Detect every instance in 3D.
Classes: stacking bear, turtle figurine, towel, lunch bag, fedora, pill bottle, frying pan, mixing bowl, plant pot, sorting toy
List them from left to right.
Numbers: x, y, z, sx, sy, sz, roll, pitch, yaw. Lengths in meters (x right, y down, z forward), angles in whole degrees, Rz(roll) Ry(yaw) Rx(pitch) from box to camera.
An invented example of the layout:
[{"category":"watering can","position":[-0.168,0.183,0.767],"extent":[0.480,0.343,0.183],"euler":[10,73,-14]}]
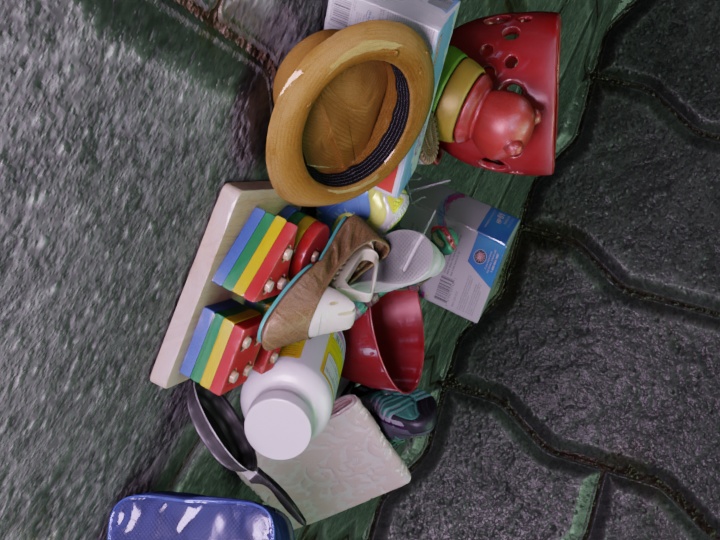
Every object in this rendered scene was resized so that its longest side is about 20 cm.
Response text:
[{"category":"lunch bag","position":[-0.153,0.302,1.168],"extent":[0.132,0.196,0.139],"euler":[69,26,-76]},{"category":"frying pan","position":[-0.127,0.187,1.206],"extent":[0.031,0.115,0.191],"euler":[-32,126,5]},{"category":"sorting toy","position":[-0.104,0.018,1.129],"extent":[0.202,0.069,0.200],"euler":[-67,167,11]},{"category":"pill bottle","position":[-0.076,0.126,1.274],"extent":[0.201,0.103,0.106],"euler":[-75,-175,-66]},{"category":"towel","position":[-0.050,0.254,1.490],"extent":[0.201,0.188,0.033],"euler":[57,13,-45]},{"category":"fedora","position":[-0.022,-0.153,1.039],"extent":[0.198,0.082,0.202],"euler":[-27,144,-21]},{"category":"mixing bowl","position":[0.002,0.068,1.501],"extent":[0.200,0.106,0.204],"euler":[-10,90,-70]},{"category":"turtle figurine","position":[0.046,-0.018,1.359],"extent":[0.198,0.101,0.150],"euler":[-31,-148,3]},{"category":"stacking bear","position":[0.104,-0.191,1.290],"extent":[0.122,0.198,0.115],"euler":[-54,164,-38]},{"category":"plant pot","position":[0.163,-0.227,1.441],"extent":[0.200,0.179,0.205],"euler":[5,90,-79]}]

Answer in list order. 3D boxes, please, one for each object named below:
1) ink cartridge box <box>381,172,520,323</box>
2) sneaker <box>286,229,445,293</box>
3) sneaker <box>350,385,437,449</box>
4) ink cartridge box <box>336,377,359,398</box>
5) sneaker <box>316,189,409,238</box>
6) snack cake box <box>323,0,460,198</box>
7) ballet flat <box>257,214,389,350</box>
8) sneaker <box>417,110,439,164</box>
[{"category":"ink cartridge box","position":[0.107,-0.039,1.614],"extent":[0.085,0.197,0.146],"euler":[-54,165,-52]},{"category":"sneaker","position":[0.000,0.000,1.248],"extent":[0.080,0.197,0.072],"euler":[18,71,-64]},{"category":"sneaker","position":[0.055,0.205,1.518],"extent":[0.199,0.073,0.089],"euler":[18,-56,67]},{"category":"ink cartridge box","position":[-0.064,0.181,1.588],"extent":[0.200,0.082,0.147],"euler":[-51,162,-46]},{"category":"sneaker","position":[-0.022,-0.084,1.291],"extent":[0.076,0.105,0.199],"euler":[-52,-166,-26]},{"category":"snack cake box","position":[0.017,-0.185,1.125],"extent":[0.067,0.113,0.202],"euler":[-57,166,-47]},{"category":"ballet flat","position":[-0.026,0.018,1.130],"extent":[0.200,0.071,0.069],"euler":[-52,162,-47]},{"category":"sneaker","position":[0.010,-0.204,1.213],"extent":[0.070,0.107,0.203],"euler":[-46,129,-47]}]
